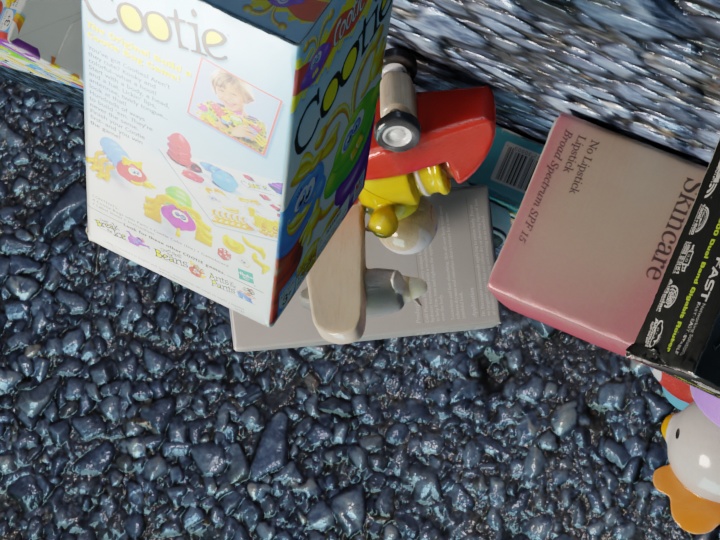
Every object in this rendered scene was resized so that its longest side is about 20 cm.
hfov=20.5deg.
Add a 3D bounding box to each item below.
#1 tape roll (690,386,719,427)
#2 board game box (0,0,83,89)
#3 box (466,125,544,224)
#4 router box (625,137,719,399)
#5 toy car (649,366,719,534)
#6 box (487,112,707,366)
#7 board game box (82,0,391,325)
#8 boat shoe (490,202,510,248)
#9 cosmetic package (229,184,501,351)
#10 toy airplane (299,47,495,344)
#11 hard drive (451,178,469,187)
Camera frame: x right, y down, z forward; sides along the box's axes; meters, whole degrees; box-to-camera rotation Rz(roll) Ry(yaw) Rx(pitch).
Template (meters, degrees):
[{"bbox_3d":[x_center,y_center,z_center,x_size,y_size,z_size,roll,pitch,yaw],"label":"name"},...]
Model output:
[{"bbox_3d":[0.338,0.073,1.408,0.200,0.066,0.200,7,-158,-3],"label":"tape roll"},{"bbox_3d":[-0.234,-0.200,1.410,0.103,0.105,0.200,26,176,-38],"label":"board game box"},{"bbox_3d":[0.143,-0.060,1.556,0.082,0.049,0.200,23,178,16],"label":"box"},{"bbox_3d":[0.239,0.011,0.902,0.200,0.150,0.062,24,177,-20],"label":"router box"},{"bbox_3d":[0.288,0.118,1.601,0.177,0.200,0.184,23,151,20],"label":"toy car"},{"bbox_3d":[0.201,-0.002,1.291,0.200,0.128,0.109,22,177,15],"label":"box"},{"bbox_3d":[-0.055,-0.087,0.893,0.105,0.103,0.200,26,146,11],"label":"board game box"},{"bbox_3d":[0.017,-0.015,1.540,0.200,0.071,0.072,-2,158,3],"label":"boat shoe"},{"bbox_3d":[0.000,0.000,1.461,0.200,0.107,0.090,-4,177,2],"label":"cosmetic package"},{"bbox_3d":[-0.007,-0.051,1.367,0.141,0.200,0.199,41,168,-38],"label":"toy airplane"},{"bbox_3d":[0.047,-0.101,1.691,0.139,0.033,0.200,23,175,10],"label":"hard drive"}]
